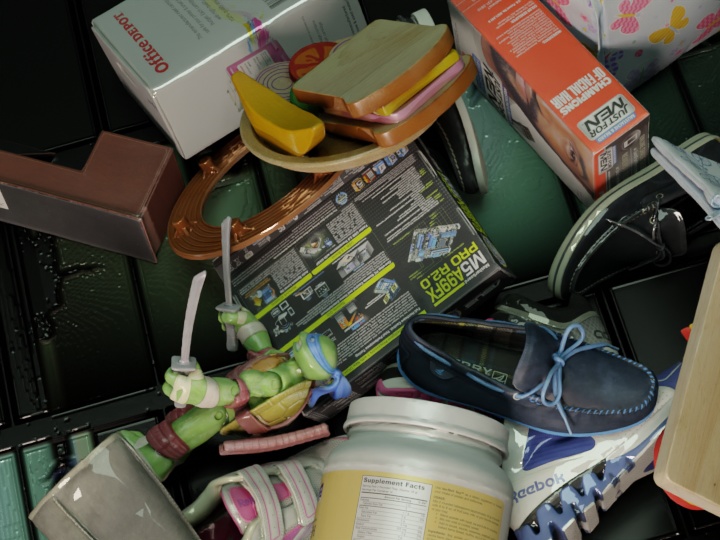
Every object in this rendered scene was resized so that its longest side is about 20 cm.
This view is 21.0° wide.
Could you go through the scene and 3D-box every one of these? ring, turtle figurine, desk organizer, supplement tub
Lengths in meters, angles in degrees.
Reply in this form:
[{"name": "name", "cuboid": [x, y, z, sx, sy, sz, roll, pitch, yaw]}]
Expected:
[{"name": "ring", "cuboid": [-0.082, -0.085, 1.610, 0.200, 0.019, 0.201, -28, 28, 16]}, {"name": "turtle figurine", "cuboid": [-0.128, 0.075, 1.498, 0.194, 0.200, 0.144, -40, 34, 14]}, {"name": "desk organizer", "cuboid": [-0.258, -0.079, 1.668, 0.199, 0.072, 0.077, 15, 63, 15]}, {"name": "supplement tub", "cuboid": [0.034, 0.205, 1.420, 0.145, 0.145, 0.201, 7, 73, 11]}]

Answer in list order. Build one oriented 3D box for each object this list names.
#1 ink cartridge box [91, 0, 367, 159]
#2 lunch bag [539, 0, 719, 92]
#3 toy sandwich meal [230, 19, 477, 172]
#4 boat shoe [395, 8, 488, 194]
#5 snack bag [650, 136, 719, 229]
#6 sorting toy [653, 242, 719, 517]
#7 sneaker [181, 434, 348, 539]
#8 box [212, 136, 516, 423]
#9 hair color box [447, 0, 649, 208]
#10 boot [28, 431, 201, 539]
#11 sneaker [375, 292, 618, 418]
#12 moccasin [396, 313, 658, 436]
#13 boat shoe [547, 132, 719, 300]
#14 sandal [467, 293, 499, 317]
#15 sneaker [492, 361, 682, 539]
[{"name": "ink cartridge box", "cuboid": [-0.113, -0.206, 1.687, 0.200, 0.085, 0.145, -31, 43, -10]}, {"name": "lunch bag", "cuboid": [0.229, -0.259, 1.623, 0.169, 0.200, 0.127, -36, 64, -11]}, {"name": "toy sandwich meal", "cuboid": [-0.011, -0.152, 1.550, 0.204, 0.070, 0.206, -13, 36, 10]}, {"name": "boat shoe", "cuboid": [0.057, -0.140, 1.656, 0.060, 0.074, 0.201, -18, 59, -2]}, {"name": "snack bag", "cuboid": [0.329, -0.023, 1.477, 0.021, 0.188, 0.200, -57, 34, 19]}, {"name": "sorting toy", "cuboid": [0.312, 0.111, 1.447, 0.198, 0.070, 0.201, 27, 65, -16]}, {"name": "sneaker", "cuboid": [-0.069, 0.188, 1.490, 0.200, 0.088, 0.081, -33, 63, -10]}, {"name": "box", "cuboid": [0.000, 0.000, 1.562, 0.200, 0.044, 0.160, -38, 68, 11]}, {"name": "hair color box", "cuboid": [0.158, -0.152, 1.627, 0.064, 0.111, 0.200, -36, 63, -10]}, {"name": "boot", "cuboid": [-0.171, 0.247, 1.428, 0.200, 0.073, 0.182, 42, 94, -2]}, {"name": "sneaker", "cuboid": [0.107, 0.065, 1.542, 0.199, 0.074, 0.088, -10, 62, -3]}, {"name": "moccasin", "cuboid": [0.123, 0.077, 1.450, 0.199, 0.068, 0.081, 6, 58, 8]}, {"name": "boat shoe", "cuboid": [0.236, -0.037, 1.578, 0.200, 0.075, 0.062, -35, 57, -17]}, {"name": "sandal", "cuboid": [0.043, -0.045, 1.605, 0.045, 0.075, 0.200, -6, 51, -48]}, {"name": "sneaker", "cuboid": [0.166, 0.126, 1.496, 0.199, 0.081, 0.115, -42, 67, -12]}]
